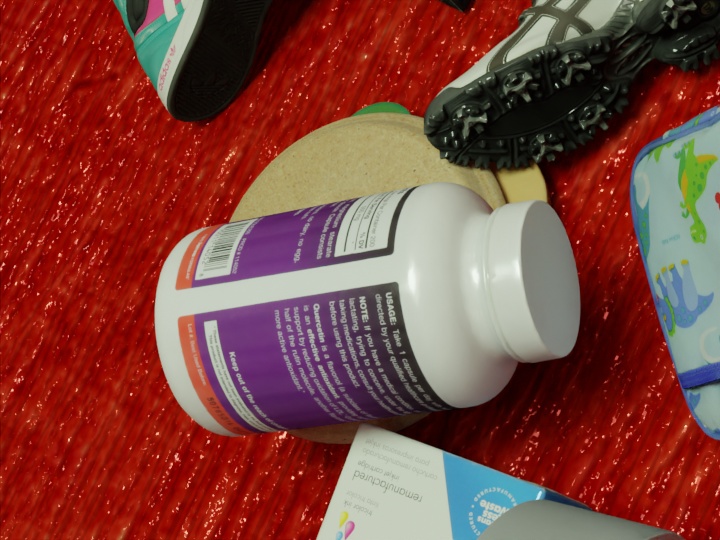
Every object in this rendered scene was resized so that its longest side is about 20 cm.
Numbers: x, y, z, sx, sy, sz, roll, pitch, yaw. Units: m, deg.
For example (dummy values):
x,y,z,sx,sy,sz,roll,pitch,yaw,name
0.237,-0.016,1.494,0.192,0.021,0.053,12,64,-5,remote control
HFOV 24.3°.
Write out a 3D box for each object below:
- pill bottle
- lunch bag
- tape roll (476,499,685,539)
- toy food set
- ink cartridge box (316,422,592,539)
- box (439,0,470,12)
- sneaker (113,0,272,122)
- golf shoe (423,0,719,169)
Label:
x,y,z,sx,sy,sz,roll,pitch,yaw,name
0.004,0.019,0.841,0.200,0.112,0.113,-9,69,27,pill bottle
0.209,-0.007,0.745,0.200,0.082,0.161,-23,80,64,lunch bag
0.088,0.205,0.737,0.066,0.200,0.201,10,79,31,tape roll
0.000,0.000,0.946,0.198,0.049,0.200,17,83,33,toy food set
0.025,0.193,0.856,0.116,0.067,0.200,16,83,33,ink cartridge box
0.034,-0.281,1.022,0.200,0.048,0.193,34,90,34,box
-0.093,-0.205,1.028,0.121,0.084,0.200,51,125,31,sneaker
0.117,-0.129,0.908,0.200,0.078,0.095,-28,48,2,golf shoe
